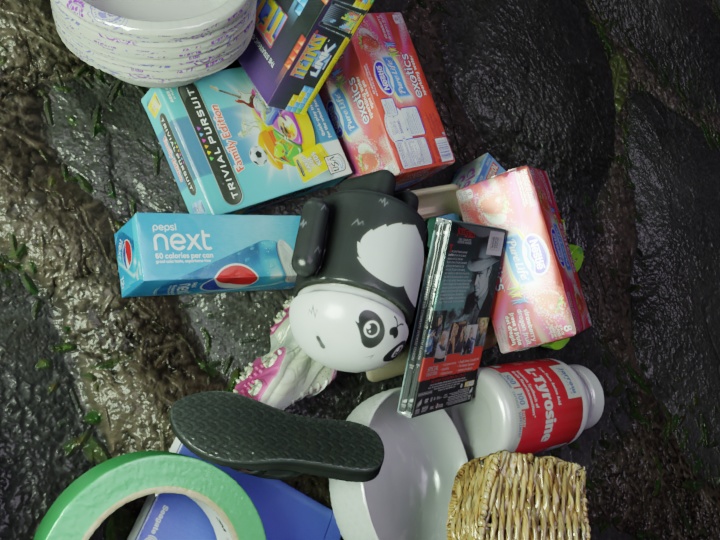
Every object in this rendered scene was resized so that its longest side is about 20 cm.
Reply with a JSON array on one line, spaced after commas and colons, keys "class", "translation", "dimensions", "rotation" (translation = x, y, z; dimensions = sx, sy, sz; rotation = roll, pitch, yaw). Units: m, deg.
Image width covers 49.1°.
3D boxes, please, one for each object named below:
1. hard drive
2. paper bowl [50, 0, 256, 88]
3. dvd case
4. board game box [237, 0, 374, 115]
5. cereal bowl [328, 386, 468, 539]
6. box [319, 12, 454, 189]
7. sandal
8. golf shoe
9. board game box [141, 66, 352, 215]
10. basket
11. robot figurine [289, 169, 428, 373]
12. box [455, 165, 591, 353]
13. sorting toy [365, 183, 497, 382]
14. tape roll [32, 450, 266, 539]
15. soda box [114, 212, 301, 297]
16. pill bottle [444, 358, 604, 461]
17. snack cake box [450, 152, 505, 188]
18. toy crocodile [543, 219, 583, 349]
[{"class": "hard drive", "translation": [-0.115, 0.258, 0.757], "dimensions": [0.199, 0.025, 0.133], "rotation": [36, 57, -22]}, {"class": "paper bowl", "translation": [-0.204, -0.263, 0.788], "dimensions": [0.198, 0.105, 0.202], "rotation": [6, 53, -8]}, {"class": "dvd case", "translation": [0.101, 0.049, 0.839], "dimensions": [0.145, 0.022, 0.202], "rotation": [1, 103, -57]}, {"class": "board game box", "translation": [-0.080, -0.294, 0.833], "dimensions": [0.056, 0.166, 0.201], "rotation": [5, 42, -45]}, {"class": "cereal bowl", "translation": [0.034, 0.227, 0.828], "dimensions": [0.199, 0.083, 0.202], "rotation": [29, 52, -45]}, {"class": "box", "translation": [0.021, -0.200, 0.960], "dimensions": [0.099, 0.095, 0.202], "rotation": [-17, 85, -39]}, {"class": "sandal", "translation": [-0.078, 0.163, 0.717], "dimensions": [0.198, 0.048, 0.076], "rotation": [14, 36, -7]}, {"class": "golf shoe", "translation": [-0.068, 0.108, 0.816], "dimensions": [0.092, 0.075, 0.201], "rotation": [45, 55, -20]}, {"class": "board game box", "translation": [-0.120, -0.147, 0.878], "dimensions": [0.199, 0.047, 0.152], "rotation": [-23, 89, -40]}, {"class": "basket", "translation": [0.142, 0.300, 0.819], "dimensions": [0.141, 0.149, 0.202], "rotation": [12, 65, -22]}, {"class": "robot figurine", "translation": [0.002, 0.000, 0.784], "dimensions": [0.149, 0.125, 0.202], "rotation": [17, 64, -6]}, {"class": "box", "translation": [0.195, -0.013, 0.933], "dimensions": [0.099, 0.095, 0.202], "rotation": [-5, 79, -63]}, {"class": "sorting toy", "translation": [0.067, 0.009, 0.901], "dimensions": [0.183, 0.036, 0.202], "rotation": [-12, 86, -28]}, {"class": "tape roll", "translation": [-0.176, 0.257, 0.667], "dimensions": [0.199, 0.048, 0.203], "rotation": [5, 80, -30]}, {"class": "soda box", "translation": [-0.142, -0.016, 0.806], "dimensions": [0.198, 0.064, 0.069], "rotation": [-2, 76, -37]}, {"class": "pill bottle", "translation": [0.207, 0.169, 0.975], "dimensions": [0.198, 0.112, 0.114], "rotation": [-2, 76, -37]}, {"class": "snack cake box", "translation": [0.153, -0.039, 1.034], "dimensions": [0.115, 0.067, 0.201], "rotation": [39, 56, -19]}, {"class": "toy crocodile", "translation": [0.255, 0.016, 1.058], "dimensions": [0.062, 0.067, 0.202], "rotation": [-37, 132, -33]}]
